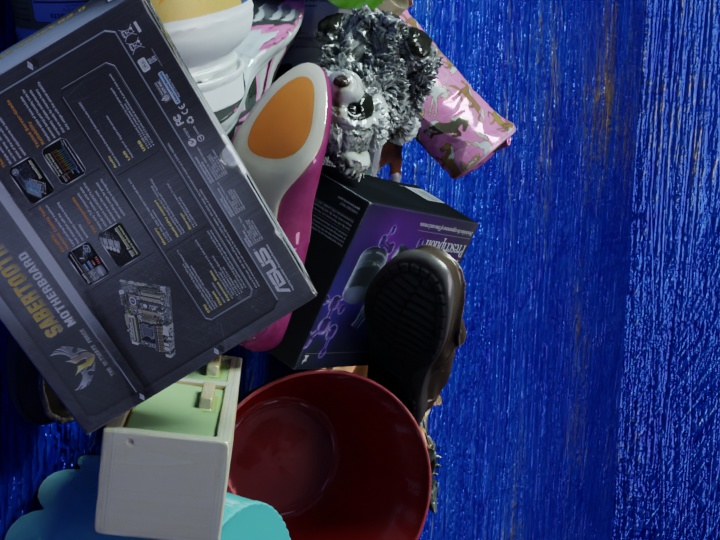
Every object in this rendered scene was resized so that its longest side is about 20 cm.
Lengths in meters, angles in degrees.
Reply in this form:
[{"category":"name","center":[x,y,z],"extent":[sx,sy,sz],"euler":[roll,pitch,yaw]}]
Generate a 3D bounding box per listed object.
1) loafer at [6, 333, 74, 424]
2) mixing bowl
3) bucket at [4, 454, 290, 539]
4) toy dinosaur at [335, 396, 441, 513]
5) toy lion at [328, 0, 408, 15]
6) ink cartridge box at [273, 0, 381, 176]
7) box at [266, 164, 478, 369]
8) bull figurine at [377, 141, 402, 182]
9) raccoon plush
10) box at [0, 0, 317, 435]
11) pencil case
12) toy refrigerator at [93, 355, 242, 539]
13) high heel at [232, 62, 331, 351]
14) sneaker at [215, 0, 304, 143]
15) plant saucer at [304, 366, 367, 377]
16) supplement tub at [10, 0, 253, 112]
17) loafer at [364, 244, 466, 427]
[{"category":"loafer","center":[-0.151,0.010,0.716],"extent":[0.202,0.071,0.073],"euler":[-65,156,5]},{"category":"mixing bowl","center":[-0.051,0.168,0.956],"extent":[0.108,0.198,0.203],"euler":[-156,-114,-68]},{"category":"bucket","center":[-0.138,0.234,0.781],"extent":[0.207,0.133,0.210],"euler":[5,90,-68]},{"category":"toy dinosaur","center":[0.038,0.150,1.108],"extent":[0.199,0.102,0.138],"euler":[-8,104,-43]},{"category":"toy lion","center":[-0.024,-0.295,0.955],"extent":[0.191,0.068,0.202],"euler":[-1,61,-55]},{"category":"ink cartridge box","center":[-0.043,-0.115,1.006],"extent":[0.146,0.083,0.202],"euler":[40,58,-62]},{"category":"box","center":[0.000,0.000,0.948],"extent":[0.199,0.079,0.142],"euler":[4,116,-60]},{"category":"bull figurine","center":[0.024,-0.143,1.192],"extent":[0.201,0.064,0.122],"euler":[-60,150,-42]},{"category":"raccoon plush","center":[0.010,-0.109,0.922],"extent":[0.200,0.096,0.135],"euler":[51,56,-56]},{"category":"box","center":[-0.138,-0.031,0.641],"extent":[0.201,0.157,0.048],"euler":[60,-1,-25]},{"category":"pencil case","center":[0.061,-0.181,1.124],"extent":[0.200,0.086,0.083],"euler":[50,-2,-3]},{"category":"toy refrigerator","center":[-0.120,0.104,0.765],"extent":[0.200,0.075,0.071],"euler":[-109,-154,-80]},{"category":"high heel","center":[-0.053,-0.042,0.837],"extent":[0.096,0.067,0.202],"euler":[41,60,-67]},{"category":"sneaker","center":[-0.104,-0.142,0.893],"extent":[0.087,0.080,0.201],"euler":[100,14,-46]},{"category":"plant saucer","center":[-0.008,0.118,1.131],"extent":[0.200,0.037,0.201],"euler":[-51,154,-37]},{"category":"supplement tub","center":[-0.138,-0.196,0.683],"extent":[0.144,0.143,0.202],"euler":[-44,134,-58]},{"category":"loafer","center":[0.047,0.043,0.919],"extent":[0.071,0.073,0.201],"euler":[-44,159,-32]}]
